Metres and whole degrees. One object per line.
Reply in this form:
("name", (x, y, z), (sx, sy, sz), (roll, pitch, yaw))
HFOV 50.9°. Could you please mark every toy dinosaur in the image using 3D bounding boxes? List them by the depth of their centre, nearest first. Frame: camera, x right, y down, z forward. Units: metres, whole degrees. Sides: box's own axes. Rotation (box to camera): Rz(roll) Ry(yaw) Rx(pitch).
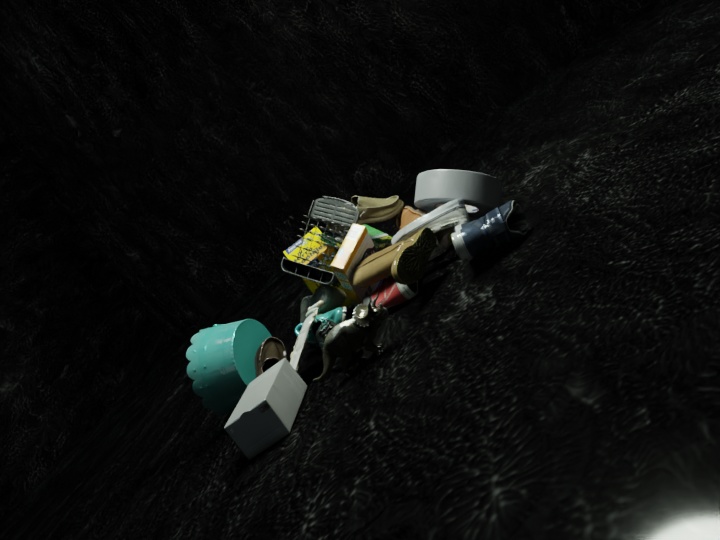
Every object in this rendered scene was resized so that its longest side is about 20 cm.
("toy dinosaur", (-0.018, 0.131, 1.429), (0.199, 0.103, 0.077), (-35, 9, 11))

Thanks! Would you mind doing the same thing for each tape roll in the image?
("tape roll", (0.223, -0.173, 1.725), (0.196, 0.068, 0.200), (6, -5, 1))

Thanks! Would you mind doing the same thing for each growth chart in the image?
("growth chart", (-0.129, 0.163, 1.636), (0.145, 0.017, 0.203), (161, 128, -77))

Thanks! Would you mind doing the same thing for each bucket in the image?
("bucket", (-0.286, 0.215, 1.744), (0.133, 0.210, 0.207), (-19, 17, 26))

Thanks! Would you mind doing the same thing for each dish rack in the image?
("dish rack", (-0.087, -0.073, 1.751), (0.054, 0.151, 0.203), (25, -98, -60))

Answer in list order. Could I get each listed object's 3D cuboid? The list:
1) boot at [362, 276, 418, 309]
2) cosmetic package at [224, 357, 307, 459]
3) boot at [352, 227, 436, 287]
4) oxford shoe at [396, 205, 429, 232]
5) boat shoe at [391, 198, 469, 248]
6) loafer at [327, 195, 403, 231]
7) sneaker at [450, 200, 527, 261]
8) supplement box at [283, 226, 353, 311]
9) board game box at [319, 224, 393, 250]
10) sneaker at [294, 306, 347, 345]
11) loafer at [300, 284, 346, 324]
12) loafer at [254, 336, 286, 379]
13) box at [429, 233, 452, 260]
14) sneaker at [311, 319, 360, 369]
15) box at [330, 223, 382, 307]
("boot", (0.065, 0.034, 1.700), (0.143, 0.073, 0.201), (-35, 13, 23))
("cosmetic package", (-0.179, 0.263, 1.465), (0.106, 0.091, 0.200), (-34, 13, 16))
("boot", (0.057, -0.001, 1.600), (0.199, 0.067, 0.175), (-25, 14, 42))
("oxford shoe", (0.115, -0.107, 1.810), (0.071, 0.072, 0.200), (-42, 11, -7))
("boat shoe", (0.154, -0.081, 1.654), (0.198, 0.071, 0.070), (-29, -16, 30))
("loafer", (0.011, -0.148, 1.819), (0.197, 0.069, 0.076), (-19, 19, -14))
("sneaker", (0.259, -0.080, 1.504), (0.144, 0.078, 0.202), (-26, 3, 12))
("supplement box", (-0.087, 0.011, 1.896), (0.108, 0.201, 0.110), (-38, 38, -4))
("board game box", (-0.003, -0.076, 1.853), (0.199, 0.104, 0.024), (-16, -55, -56))
("sneaker", (-0.088, 0.130, 1.720), (0.199, 0.079, 0.079), (-34, 44, 56))
("loafer", (-0.092, 0.091, 1.806), (0.200, 0.068, 0.077), (144, 131, -60))
("loafer", (-0.190, 0.213, 1.654), (0.072, 0.072, 0.202), (-57, 21, 32))
("box", (0.142, -0.057, 1.864), (0.199, 0.060, 0.117), (-31, 11, 39))
("sneaker", (-0.059, 0.150, 1.569), (0.075, 0.080, 0.200), (-39, 11, -14))
("box", (0.000, 0.000, 1.749), (0.041, 0.201, 0.120), (15, 63, 26))
